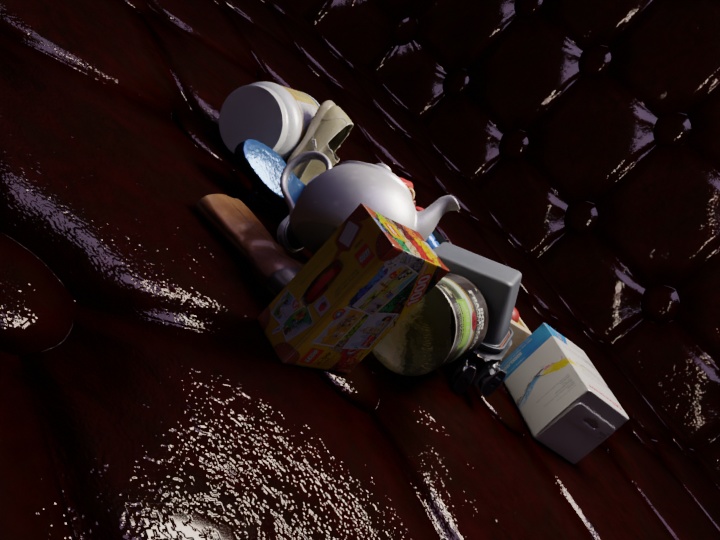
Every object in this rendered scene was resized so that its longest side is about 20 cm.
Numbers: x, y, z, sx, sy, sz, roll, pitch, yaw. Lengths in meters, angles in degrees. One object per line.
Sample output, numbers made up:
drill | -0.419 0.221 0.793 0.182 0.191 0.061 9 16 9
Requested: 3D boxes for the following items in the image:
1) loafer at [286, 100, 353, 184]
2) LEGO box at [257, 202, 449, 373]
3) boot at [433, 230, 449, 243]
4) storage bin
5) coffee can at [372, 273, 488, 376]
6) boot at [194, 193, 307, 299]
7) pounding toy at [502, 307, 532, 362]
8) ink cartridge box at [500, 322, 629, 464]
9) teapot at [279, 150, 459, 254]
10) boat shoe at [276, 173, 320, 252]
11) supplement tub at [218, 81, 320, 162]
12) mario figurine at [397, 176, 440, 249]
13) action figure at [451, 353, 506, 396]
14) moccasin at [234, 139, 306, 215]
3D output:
loafer | -0.075 -0.195 1.339 0.068 0.202 0.076 25 -1 14
LEGO box | -0.007 0.029 0.972 0.148 0.200 0.077 18 30 -55
boot | 0.140 -0.081 1.787 0.168 0.076 0.201 40 10 -29
storage bin | 0.190 0.042 1.367 0.198 0.136 0.145 24 24 18
coffee can | 0.109 0.081 1.224 0.147 0.146 0.199 49 18 15
boot | -0.124 -0.025 1.104 0.200 0.069 0.187 44 23 22
pounding toy | 0.248 0.077 1.569 0.199 0.142 0.185 29 22 -43
ink cartridge box | 0.393 0.241 1.526 0.146 0.145 0.201 33 20 -31
teapot | 0.001 -0.090 1.109 0.199 0.148 0.196 33 -21 -28
boat shoe | -0.064 -0.100 1.239 0.071 0.065 0.200 63 36 -21
supplement tub | -0.154 -0.257 1.387 0.145 0.145 0.200 47 17 8
mario figurine | 0.080 -0.091 1.531 0.202 0.122 0.106 60 14 1
action figure | 0.199 0.156 1.393 0.129 0.070 0.200 23 16 -10
moccasin | -0.142 -0.129 1.253 0.200 0.067 0.081 46 45 -39
